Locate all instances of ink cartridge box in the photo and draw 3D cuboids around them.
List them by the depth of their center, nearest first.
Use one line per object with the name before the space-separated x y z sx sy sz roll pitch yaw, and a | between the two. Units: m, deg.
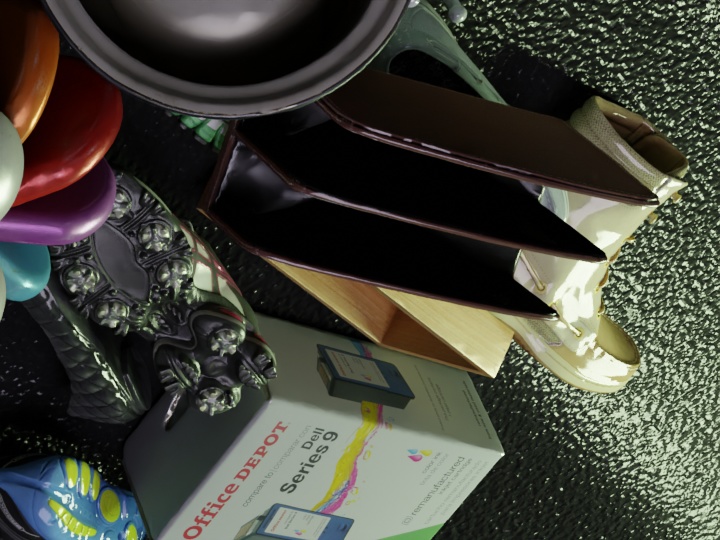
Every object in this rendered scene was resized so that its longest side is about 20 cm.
ink cartridge box | -0.032 0.119 1.678 0.199 0.088 0.145 18 124 -36

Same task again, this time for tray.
tray | 0.000 0.000 1.563 0.200 0.098 0.037 39 72 -46

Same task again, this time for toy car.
toy car | -0.197 -0.057 1.337 0.149 0.176 0.201 -4 134 -20

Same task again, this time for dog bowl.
dog bowl | -0.072 -0.169 1.294 0.199 0.201 0.074 -16 177 -11

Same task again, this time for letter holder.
letter holder | 0.040 -0.035 1.387 0.199 0.142 0.101 13 105 -28

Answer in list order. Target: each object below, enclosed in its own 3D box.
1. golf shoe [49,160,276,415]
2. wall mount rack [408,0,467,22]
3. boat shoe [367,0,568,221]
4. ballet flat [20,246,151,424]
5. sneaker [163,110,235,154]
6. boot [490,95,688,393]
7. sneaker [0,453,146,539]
golf shoe | -0.124 -0.001 1.515 0.077 0.088 0.200 -27 130 9
wall mount rack | 0.072 -0.194 1.372 0.200 0.075 0.174 -35 173 10
boat shoe | 0.061 -0.072 1.507 0.070 0.072 0.201 -32 124 12
ballet flat | -0.179 0.031 1.528 0.056 0.067 0.200 -13 138 11
sneaker | -0.085 -0.127 1.401 0.085 0.078 0.200 -41 138 13
boot | 0.153 -0.015 1.644 0.155 0.073 0.200 -41 128 16
sneaker | -0.191 0.160 1.661 0.082 0.071 0.200 12 160 21
